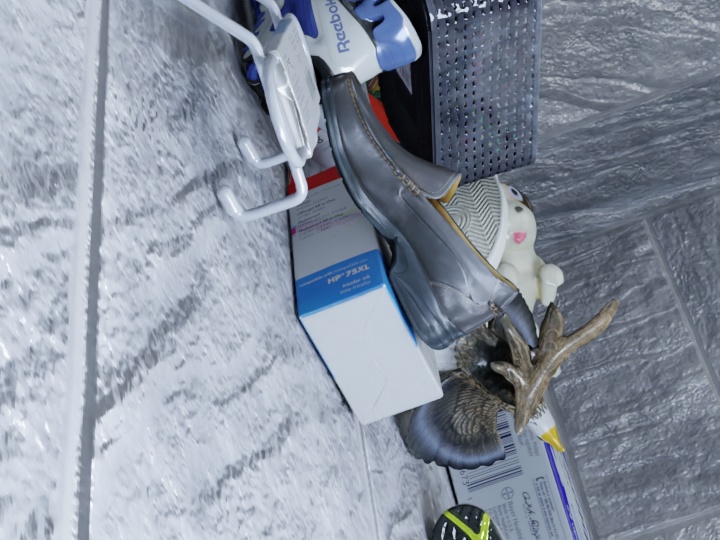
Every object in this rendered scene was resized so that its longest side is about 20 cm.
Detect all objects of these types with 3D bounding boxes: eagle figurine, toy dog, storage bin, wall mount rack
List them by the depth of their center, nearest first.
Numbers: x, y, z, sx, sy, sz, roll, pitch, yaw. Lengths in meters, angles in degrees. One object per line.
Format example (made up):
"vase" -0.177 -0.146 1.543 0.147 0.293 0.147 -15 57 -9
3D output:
"wall mount rack" -0.078 -0.131 0.842 0.200 0.074 0.175 -86 158 -69
"storage bin" 0.074 -0.179 1.098 0.201 0.093 0.136 86 -17 -46
"eagle figurine" 0.113 0.090 1.116 0.200 0.150 0.153 159 -76 -77
"toy dog" 0.142 0.004 1.494 0.194 0.138 0.202 -144 -123 -67

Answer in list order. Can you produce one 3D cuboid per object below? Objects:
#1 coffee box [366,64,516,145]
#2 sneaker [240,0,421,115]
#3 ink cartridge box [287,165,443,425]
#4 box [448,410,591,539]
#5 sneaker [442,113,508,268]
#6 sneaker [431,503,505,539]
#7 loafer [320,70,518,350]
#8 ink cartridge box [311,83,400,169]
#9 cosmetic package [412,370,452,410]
"coffee box" 0.060 -0.155 1.374 0.123 0.044 0.200 37 -10 -25
"sneaker" -0.057 -0.187 1.052 0.199 0.115 0.081 39 -18 39
"ink cartridge box" 0.000 0.000 1.019 0.201 0.067 0.117 -98 164 -51
"box" 0.165 0.244 1.385 0.200 0.104 0.185 57 17 -58
"sneaker" 0.094 -0.048 1.178 0.085 0.074 0.201 66 17 -45
"sneaker" 0.120 0.284 1.120 0.076 0.075 0.202 16 56 -79
"loafer" 0.037 -0.050 0.933 0.201 0.072 0.073 63 14 -4
"ink cartridge box" 0.003 -0.135 1.174 0.199 0.050 0.163 28 36 -37
"cosmetic package" 0.044 0.015 1.245 0.105 0.070 0.202 52 20 -58
